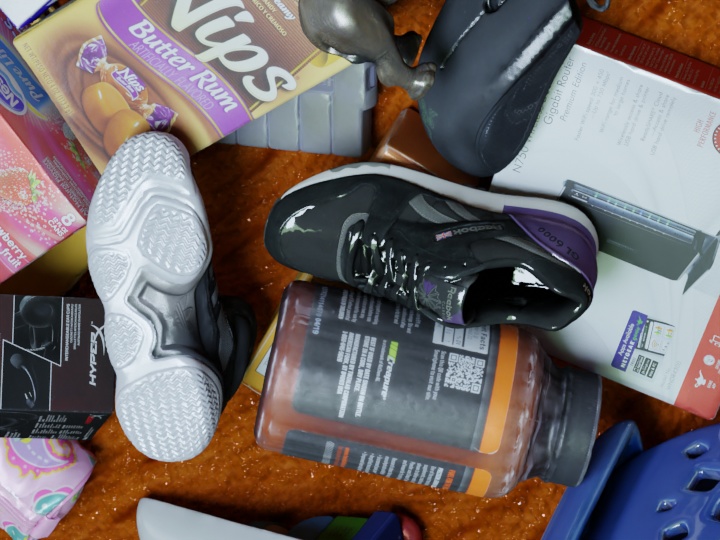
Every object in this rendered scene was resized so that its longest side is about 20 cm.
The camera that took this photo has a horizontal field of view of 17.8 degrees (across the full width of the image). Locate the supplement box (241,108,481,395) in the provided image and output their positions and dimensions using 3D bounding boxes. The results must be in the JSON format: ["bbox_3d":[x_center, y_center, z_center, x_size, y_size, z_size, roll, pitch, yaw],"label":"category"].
[{"bbox_3d":[0.000,0.000,1.448,0.069,0.067,0.200,33,120,-4],"label":"supplement box"}]

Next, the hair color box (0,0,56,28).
[{"bbox_3d":[-0.227,-0.259,1.389,0.109,0.065,0.200,-39,97,14],"label":"hair color box"}]

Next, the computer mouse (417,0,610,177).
[{"bbox_3d":[0.076,-0.142,1.333,0.139,0.053,0.200,56,135,40],"label":"computer mouse"}]

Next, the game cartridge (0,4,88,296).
[{"bbox_3d":[-0.229,-0.076,1.506,0.176,0.032,0.200,43,121,-5],"label":"game cartridge"}]

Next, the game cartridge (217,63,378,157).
[{"bbox_3d":[-0.051,-0.171,1.405,0.129,0.038,0.201,5,115,10],"label":"game cartridge"}]

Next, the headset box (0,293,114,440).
[{"bbox_3d":[-0.261,0.061,1.458,0.199,0.149,0.078,4,78,-11],"label":"headset box"}]

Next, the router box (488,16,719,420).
[{"bbox_3d":[0.167,-0.032,1.391,0.179,0.049,0.201,21,118,7],"label":"router box"}]

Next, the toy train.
[{"bbox_3d":[-0.012,0.258,1.566,0.115,0.085,0.201,2,116,28],"label":"toy train"}]

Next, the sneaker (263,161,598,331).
[{"bbox_3d":[0.039,-0.009,1.345,0.199,0.088,0.076,5,120,5],"label":"sneaker"}]

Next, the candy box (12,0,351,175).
[{"bbox_3d":[-0.096,-0.142,1.383,0.200,0.056,0.117,-28,103,25],"label":"candy box"}]

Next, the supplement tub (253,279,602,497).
[{"bbox_3d":[0.041,0.076,1.384,0.199,0.107,0.107,13,117,-1],"label":"supplement tub"}]

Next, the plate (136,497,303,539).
[{"bbox_3d":[-0.069,0.258,1.551,0.199,0.032,0.201,9,124,46],"label":"plate"}]

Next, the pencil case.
[{"bbox_3d":[-0.276,0.101,1.568,0.200,0.087,0.087,40,119,-4],"label":"pencil case"}]

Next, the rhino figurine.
[{"bbox_3d":[0.022,-0.203,1.310,0.087,0.060,0.201,22,79,-25],"label":"rhino figurine"}]

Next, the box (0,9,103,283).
[{"bbox_3d":[-0.246,-0.100,1.426,0.100,0.096,0.200,-32,102,26],"label":"box"}]

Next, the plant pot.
[{"bbox_3d":[0.207,0.212,1.390,0.179,0.200,0.201,3,131,28],"label":"plant pot"}]

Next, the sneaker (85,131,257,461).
[{"bbox_3d":[-0.114,0.009,1.419,0.075,0.114,0.201,-1,101,13],"label":"sneaker"}]
